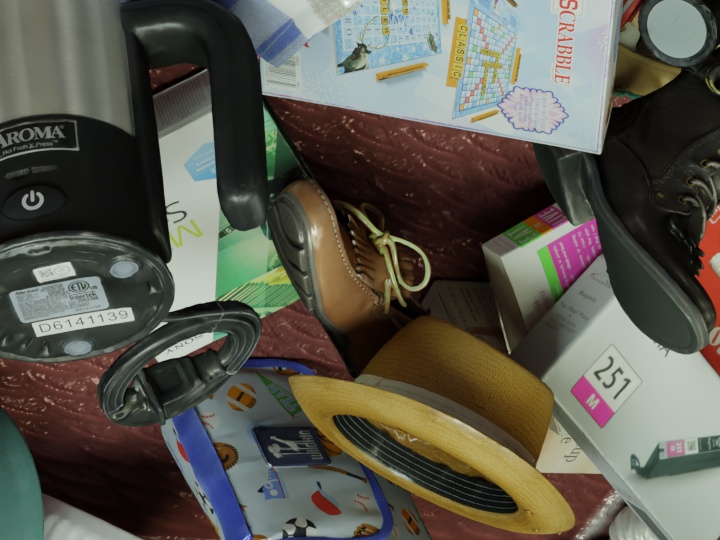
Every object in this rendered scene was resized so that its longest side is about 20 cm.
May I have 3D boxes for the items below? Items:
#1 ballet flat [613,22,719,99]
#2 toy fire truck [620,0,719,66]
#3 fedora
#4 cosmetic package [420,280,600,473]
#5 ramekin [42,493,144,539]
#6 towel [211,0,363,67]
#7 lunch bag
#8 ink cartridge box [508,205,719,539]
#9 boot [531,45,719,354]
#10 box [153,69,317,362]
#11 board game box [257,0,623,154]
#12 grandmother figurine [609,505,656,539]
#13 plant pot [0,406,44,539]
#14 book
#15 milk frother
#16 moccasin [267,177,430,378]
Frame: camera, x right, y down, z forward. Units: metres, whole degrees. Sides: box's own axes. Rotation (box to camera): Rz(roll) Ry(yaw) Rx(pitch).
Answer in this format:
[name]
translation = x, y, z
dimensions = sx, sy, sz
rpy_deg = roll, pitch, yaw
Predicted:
[ballet flat]
translation = 0.159, -0.130, 1.661
dimensions = 0.199, 0.069, 0.063
rpy_deg = 15, 102, -42
[toy fire truck]
translation = 0.149, -0.228, 1.499
dimensions = 0.176, 0.200, 0.129
rpy_deg = -54, 174, 39
[fedora]
translation = 0.054, 0.083, 1.657
dimensions = 0.082, 0.200, 0.201
rpy_deg = -61, 144, -14
[cosmetic package]
translation = 0.128, 0.073, 1.860
dimensions = 0.199, 0.088, 0.104
rpy_deg = 2, 135, -29
[ramekin]
translation = -0.163, 0.218, 1.818
dimensions = 0.202, 0.202, 0.095
rpy_deg = 35, 77, -48
[towel]
translation = -0.036, -0.187, 1.430
dimensions = 0.147, 0.024, 0.200
rpy_deg = 35, 137, -24
[lunch bag]
translation = -0.039, 0.156, 1.811
dimensions = 0.124, 0.170, 0.200
rpy_deg = -39, 139, 13
[ink cartridge box]
translation = 0.207, 0.058, 1.749
dimensions = 0.174, 0.044, 0.200
rpy_deg = -47, 125, -8
[boot]
translation = 0.204, -0.058, 1.561
dimensions = 0.173, 0.200, 0.069
rpy_deg = -23, 140, -8
[box]
translation = -0.096, -0.032, 1.661
dimensions = 0.144, 0.036, 0.200
rpy_deg = -26, 145, 5
[board game box]
translation = 0.042, -0.158, 1.495
dimensions = 0.198, 0.041, 0.201
rpy_deg = 11, 142, 8
[grandmother figurine]
translation = 0.172, 0.246, 2.124
dimensions = 0.121, 0.061, 0.200
rpy_deg = 1, 141, -41
[plant pot]
translation = -0.299, 0.153, 1.671
dimensions = 0.187, 0.201, 0.200
rpy_deg = -8, 144, -41
[book]
translation = 0.180, -0.003, 1.758
dimensions = 0.199, 0.048, 0.134
rpy_deg = -28, 121, -17
[milk frother]
translation = -0.140, -0.037, 1.493
dimensions = 0.179, 0.189, 0.200
rpy_deg = 0, 147, -13
[moccasin]
translation = 0.001, 0.001, 1.664
dimensions = 0.077, 0.074, 0.202
rpy_deg = -29, 144, 2
